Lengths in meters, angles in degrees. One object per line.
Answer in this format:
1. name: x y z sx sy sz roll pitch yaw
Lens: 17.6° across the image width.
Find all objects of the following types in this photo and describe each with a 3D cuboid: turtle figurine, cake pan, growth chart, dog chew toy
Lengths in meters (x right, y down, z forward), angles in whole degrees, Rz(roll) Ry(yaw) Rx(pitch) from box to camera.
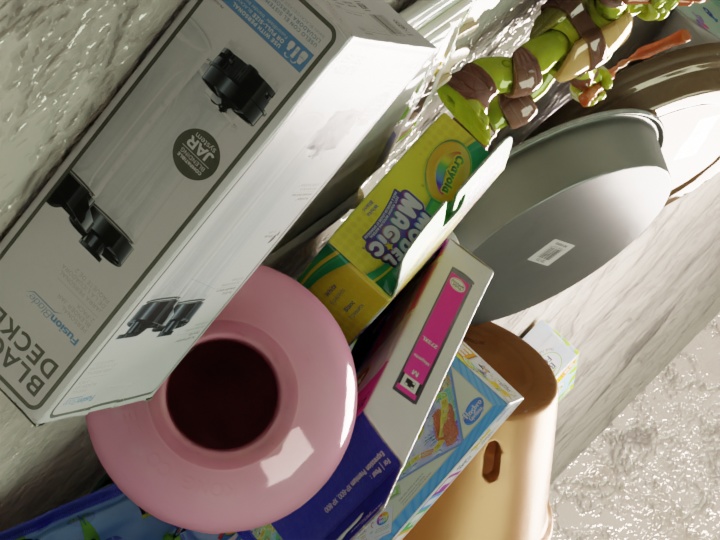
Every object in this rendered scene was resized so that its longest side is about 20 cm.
1. turtle figurine: 0.114 -0.125 1.252 0.161 0.064 0.200 -36 174 -14
2. cake pan: 0.115 -0.028 1.479 0.200 0.037 0.200 -26 159 -11
3. growth chart: 0.002 -0.071 1.149 0.145 0.018 0.200 -35 163 -45
4. dog chew toy: -0.067 0.059 1.104 0.125 0.125 0.200 -46 -179 -5

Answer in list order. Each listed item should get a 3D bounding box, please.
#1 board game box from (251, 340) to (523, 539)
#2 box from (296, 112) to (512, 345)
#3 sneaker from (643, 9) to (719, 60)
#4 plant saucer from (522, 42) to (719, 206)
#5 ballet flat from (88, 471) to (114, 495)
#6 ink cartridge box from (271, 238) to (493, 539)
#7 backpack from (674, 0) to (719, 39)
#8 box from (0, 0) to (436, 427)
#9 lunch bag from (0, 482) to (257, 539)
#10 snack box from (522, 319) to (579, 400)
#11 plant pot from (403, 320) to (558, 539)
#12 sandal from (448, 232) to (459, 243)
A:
1. board game box: -0.020 0.103 1.351 0.200 0.134 0.034 -50 168 15
2. box: 0.000 0.000 1.201 0.117 0.048 0.200 -49 -178 -38
3. sneaker: 0.218 -0.124 1.600 0.080 0.076 0.200 -34 163 -14
4. plant saucer: 0.186 -0.081 1.541 0.200 0.030 0.200 -21 157 -10
5. ballet flat: -0.163 0.169 1.275 0.200 0.067 0.070 -47 144 -2
6. ink cartridge box: 0.005 0.073 1.162 0.095 0.037 0.200 -48 -169 38
7. backpack: 0.262 -0.195 1.273 0.151 0.177 0.200 -47 165 -24
8. box: -0.068 -0.034 0.930 0.200 0.060 0.117 -51 167 15
9. lunch bag: -0.154 0.194 1.200 0.200 0.094 0.151 -14 134 -18
10. snack box: 0.113 0.146 2.124 0.200 0.053 0.142 -45 169 -9
11. plant pot: 0.042 0.114 1.513 0.200 0.200 0.140 -29 142 -55
12. sandal: -0.008 0.052 1.416 0.050 0.083 0.203 21 122 -30
